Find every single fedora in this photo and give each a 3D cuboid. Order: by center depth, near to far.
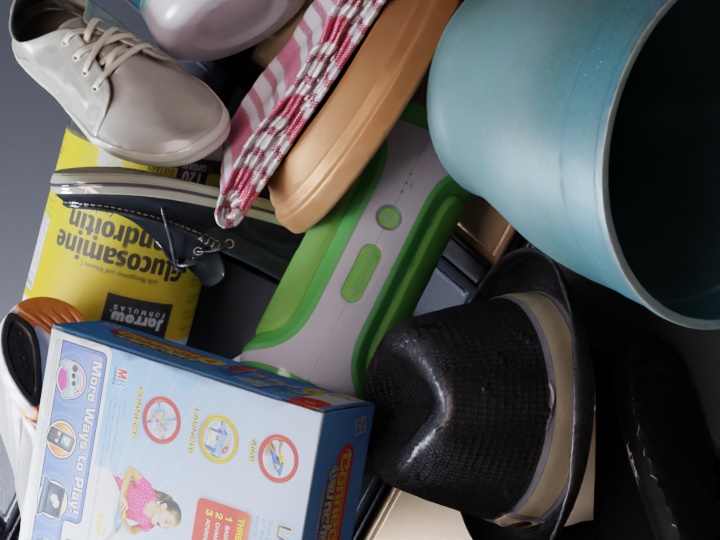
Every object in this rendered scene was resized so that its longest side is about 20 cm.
[{"bbox_3d":[0.056,0.075,1.557,0.201,0.091,0.201,-176,90,-71],"label":"fedora"}]

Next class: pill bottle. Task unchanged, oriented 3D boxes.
[{"bbox_3d":[-0.118,-0.242,1.772,0.111,0.111,0.200,-39,68,33],"label":"pill bottle"},{"bbox_3d":[-0.157,-0.004,1.803,0.112,0.112,0.201,22,102,36],"label":"pill bottle"}]

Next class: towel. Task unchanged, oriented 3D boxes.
[{"bbox_3d":[-0.034,-0.130,1.649,0.030,0.146,0.200,31,106,-10],"label":"towel"}]

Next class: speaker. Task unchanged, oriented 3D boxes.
[{"bbox_3d":[0.000,0.000,1.651,0.088,0.088,0.200,14,70,38],"label":"speaker"}]

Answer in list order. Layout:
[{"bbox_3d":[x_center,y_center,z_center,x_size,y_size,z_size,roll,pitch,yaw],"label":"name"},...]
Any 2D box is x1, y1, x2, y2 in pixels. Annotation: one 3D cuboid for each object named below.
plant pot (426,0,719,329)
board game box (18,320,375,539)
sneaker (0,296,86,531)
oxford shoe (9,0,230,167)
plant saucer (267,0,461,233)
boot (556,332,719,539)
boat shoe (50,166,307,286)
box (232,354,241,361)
[{"bbox_3d":[0.142,-0.086,1.523,0.188,0.200,0.201,18,103,49],"label":"plant pot"},{"bbox_3d":[-0.102,0.148,1.594,0.195,0.056,0.201,16,101,31],"label":"board game box"},{"bbox_3d":[-0.187,0.120,1.728,0.092,0.075,0.201,147,116,-71],"label":"sneaker"},{"bbox_3d":[-0.158,-0.125,1.731,0.200,0.075,0.058,37,155,38],"label":"oxford shoe"},{"bbox_3d":[-0.001,-0.116,1.642,0.037,0.200,0.200,30,117,-11],"label":"plant saucer"},{"bbox_3d":[0.126,0.151,1.606,0.168,0.076,0.201,-18,86,34],"label":"boot"},{"bbox_3d":[-0.098,-0.023,1.715,0.075,0.199,0.062,-161,86,-70],"label":"boat shoe"},{"bbox_3d":[-0.093,0.124,1.748,0.200,0.041,0.156,-28,30,36],"label":"box"}]
